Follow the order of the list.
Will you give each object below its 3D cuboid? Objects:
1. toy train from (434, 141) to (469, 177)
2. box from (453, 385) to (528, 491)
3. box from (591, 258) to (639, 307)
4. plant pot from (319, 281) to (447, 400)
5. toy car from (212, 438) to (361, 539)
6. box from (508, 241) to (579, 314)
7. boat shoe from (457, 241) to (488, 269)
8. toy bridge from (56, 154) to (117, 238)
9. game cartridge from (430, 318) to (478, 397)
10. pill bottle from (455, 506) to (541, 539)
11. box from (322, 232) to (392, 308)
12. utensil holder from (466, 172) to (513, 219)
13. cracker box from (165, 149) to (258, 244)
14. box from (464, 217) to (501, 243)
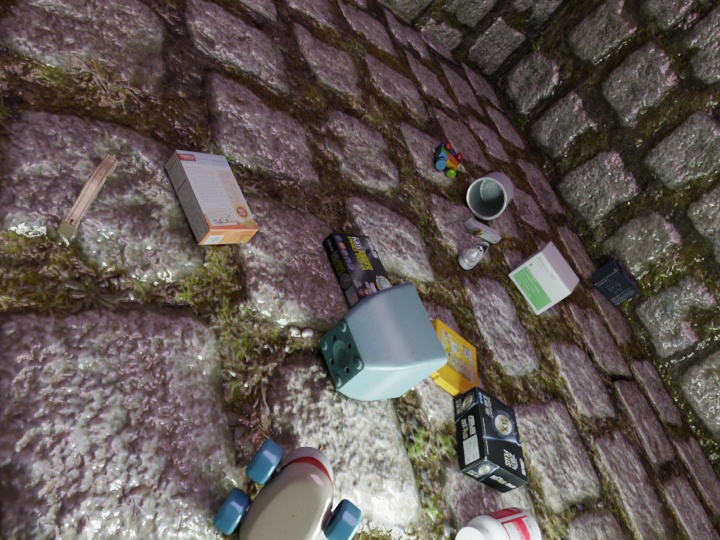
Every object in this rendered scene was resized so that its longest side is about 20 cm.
[{"bbox_3d":[0.392,-0.434,2.274,0.198,0.084,0.118,36,46,-22],"label":"toy train"},{"bbox_3d":[0.324,0.424,1.358,0.162,0.086,0.203,34,37,-25],"label":"box"},{"bbox_3d":[1.372,0.069,2.914,0.199,0.148,0.108,40,34,-17],"label":"box"},{"bbox_3d":[0.029,0.163,1.165,0.196,0.196,0.200,-3,60,-41],"label":"plant pot"},{"bbox_3d":[-0.104,0.363,0.876,0.182,0.179,0.200,35,5,1],"label":"toy car"},{"bbox_3d":[0.733,0.028,2.155,0.201,0.171,0.199,54,33,7],"label":"box"},{"bbox_3d":[0.409,-0.067,1.948,0.074,0.067,0.199,50,33,1],"label":"boat shoe"},{"bbox_3d":[-0.473,-0.148,0.955,0.027,0.067,0.203,31,39,-25],"label":"toy bridge"},{"bbox_3d":[0.260,0.255,1.493,0.175,0.032,0.203,37,35,-22],"label":"game cartridge"},{"bbox_3d":[0.291,0.577,1.149,0.197,0.112,0.115,13,48,-43],"label":"pill bottle"},{"bbox_3d":[0.000,0.000,1.408,0.158,0.044,0.204,2,57,-49],"label":"box"},{"bbox_3d":[0.550,-0.320,2.276,0.171,0.169,0.199,52,30,3],"label":"utensil holder"},{"bbox_3d":[-0.318,-0.156,1.159,0.132,0.057,0.204,-5,63,-53],"label":"cracker box"},{"bbox_3d":[0.489,-0.157,2.156,0.197,0.038,0.042,16,47,-42],"label":"box"}]
